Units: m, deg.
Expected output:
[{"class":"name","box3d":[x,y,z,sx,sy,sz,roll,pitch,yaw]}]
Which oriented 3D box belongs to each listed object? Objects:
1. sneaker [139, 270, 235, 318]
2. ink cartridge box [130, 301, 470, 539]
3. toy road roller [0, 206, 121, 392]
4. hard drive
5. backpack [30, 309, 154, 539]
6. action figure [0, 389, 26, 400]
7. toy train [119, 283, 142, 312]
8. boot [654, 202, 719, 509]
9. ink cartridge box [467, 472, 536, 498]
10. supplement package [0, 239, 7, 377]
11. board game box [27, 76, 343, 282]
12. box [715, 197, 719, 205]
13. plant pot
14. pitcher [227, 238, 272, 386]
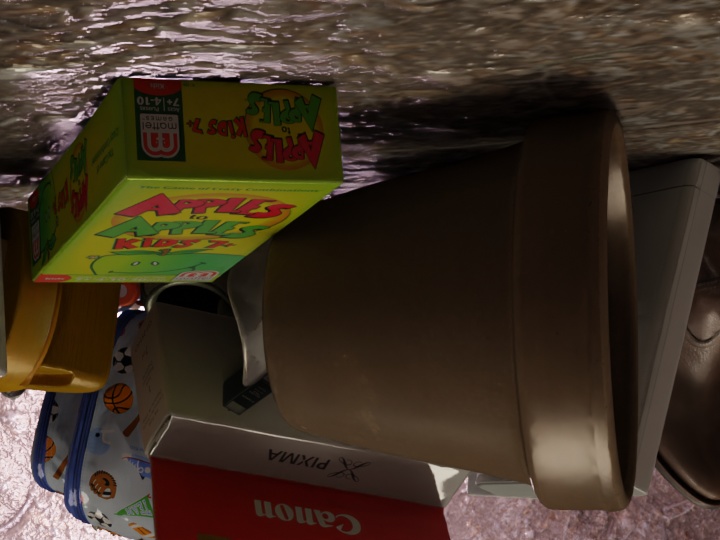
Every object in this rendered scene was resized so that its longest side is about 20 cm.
[{"class":"sneaker","box3d":[-0.047,0.026,1.120,0.199,0.079,0.074,14,134,6]},{"class":"ink cartridge box","box3d":[-0.028,0.111,1.026,0.199,0.177,0.045,13,129,-25]},{"class":"toy road roller","box3d":[-0.227,0.022,1.004,0.146,0.123,0.200,14,166,-33]},{"class":"hard drive","box3d":[0.141,0.036,1.046,0.027,0.201,0.132,27,159,-30]},{"class":"backpack","box3d":[-0.153,0.110,1.281,0.153,0.201,0.191,8,175,2]},{"class":"action figure","box3d":[-0.289,0.082,1.183,0.130,0.070,0.200,17,136,-8]},{"class":"toy train","box3d":[-0.193,0.004,1.304,0.150,0.056,0.200,-4,177,-41]},{"class":"boot","box3d":[0.242,0.038,1.046,0.200,0.187,0.064,-26,-178,43]},{"class":"ink cartridge box","box3d":[0.141,0.062,1.269,0.083,0.201,0.145,-1,175,26]},{"class":"supplement package","box3d":[-0.229,-0.012,0.804,0.121,0.120,0.200,-3,174,-9]},{"class":"board game box","box3d":[-0.092,-0.038,0.854,0.101,0.048,0.200,1,167,-22]},{"class":"box","box3d":[0.267,0.018,1.152,0.199,0.125,0.097,-5,-169,22]},{"class":"plant pot","box3d":[0.048,0.021,0.885,0.174,0.201,0.200,-1,174,14]},{"class":"pitcher","box3d":[0.024,-0.007,1.046,0.199,0.122,0.172,-7,-148,0]}]
